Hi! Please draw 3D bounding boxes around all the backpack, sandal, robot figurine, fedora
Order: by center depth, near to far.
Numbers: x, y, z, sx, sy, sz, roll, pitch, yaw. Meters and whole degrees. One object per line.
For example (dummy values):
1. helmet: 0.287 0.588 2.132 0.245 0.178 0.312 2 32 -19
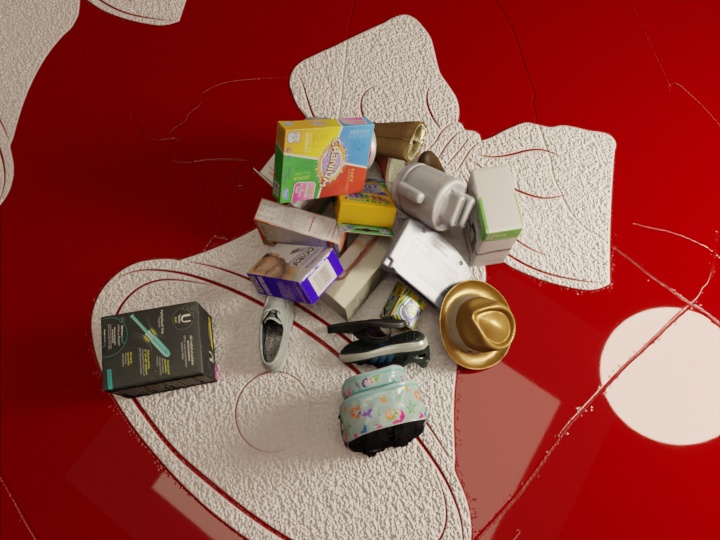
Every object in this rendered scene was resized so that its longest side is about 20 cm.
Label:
1. backpack: 0.041 0.272 1.037 0.174 0.201 0.153 -13 71 -4
2. fedora: 0.259 0.113 1.119 0.197 0.081 0.205 2 85 -25
3. sandal: 0.017 0.129 1.123 0.198 0.075 0.049 -9 87 39
4. robot figurine: 0.146 -0.158 1.137 0.199 0.168 0.115 33 107 37

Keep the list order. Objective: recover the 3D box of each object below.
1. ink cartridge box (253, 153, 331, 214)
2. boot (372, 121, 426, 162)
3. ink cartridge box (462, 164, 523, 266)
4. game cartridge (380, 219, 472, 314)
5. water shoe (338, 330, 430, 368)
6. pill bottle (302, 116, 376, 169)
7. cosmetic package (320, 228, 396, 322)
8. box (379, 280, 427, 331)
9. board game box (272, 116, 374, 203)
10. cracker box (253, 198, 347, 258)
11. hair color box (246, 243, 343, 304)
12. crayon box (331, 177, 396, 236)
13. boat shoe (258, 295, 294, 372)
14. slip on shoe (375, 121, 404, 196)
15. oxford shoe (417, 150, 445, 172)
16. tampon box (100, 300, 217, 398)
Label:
1. ink cartridge box: -0.146 -0.193 1.196 0.117 0.200 0.068 43 95 13
2. boot: 0.037 -0.278 1.248 0.197 0.066 0.178 17 84 36
3. ink cartridge box: 0.281 -0.113 1.174 0.082 0.201 0.149 -8 70 -1
4. game cartridge: 0.146 -0.010 1.139 0.199 0.041 0.135 38 67 -19
5. water shoe: 0.050 0.187 1.133 0.196 0.072 0.080 -11 108 16
6. pill bottle: -0.072 -0.269 1.149 0.197 0.111 0.113 -5 67 -34
7. cosmetic package: 0.000 0.000 1.186 0.087 0.104 0.201 36 73 15
8. box: 0.122 0.031 1.184 0.064 0.070 0.202 33 72 -14
9. board game box: -0.075 -0.223 1.070 0.197 0.155 0.040 -13 41 -30
10. cracker box: -0.129 -0.083 1.197 0.196 0.134 0.059 17 70 5
11. hair color box: -0.142 0.003 1.134 0.198 0.065 0.109 5 43 47
12. crayon box: 0.005 -0.147 1.172 0.123 0.052 0.201 5 31 -12
13. boat shoe: -0.183 0.115 1.159 0.068 0.072 0.205 0 67 1
14. slip on shoe: 0.068 -0.264 1.304 0.060 0.074 0.205 -9 73 30
15. oxford shoe: 0.181 -0.205 1.268 0.071 0.085 0.204 -11 69 -2
16. tampon box: -0.413 0.167 1.112 0.195 0.127 0.153 -9 71 -4
